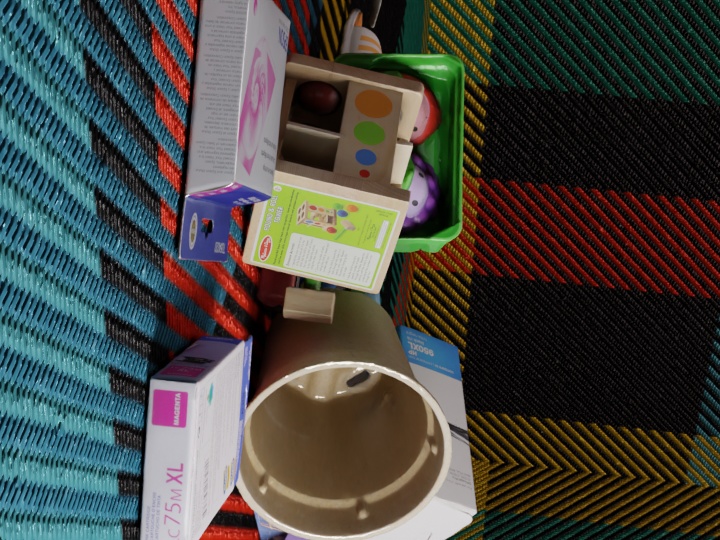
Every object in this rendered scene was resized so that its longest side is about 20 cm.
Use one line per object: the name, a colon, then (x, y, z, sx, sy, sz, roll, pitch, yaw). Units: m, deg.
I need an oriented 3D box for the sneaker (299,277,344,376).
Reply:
sneaker: (-0.055, 0.039, 1.665, 0.200, 0.070, 0.083, -82, -163, -48)

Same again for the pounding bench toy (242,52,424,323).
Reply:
pounding bench toy: (-0.029, -0.068, 1.400, 0.201, 0.123, 0.157, 108, -7, -50)

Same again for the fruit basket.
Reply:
fruit basket: (0.024, -0.128, 1.535, 0.216, 0.154, 0.218, 1, 90, -87)

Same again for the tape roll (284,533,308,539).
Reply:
tape roll: (-0.035, 0.332, 1.695, 0.201, 0.084, 0.201, -58, 163, -30)

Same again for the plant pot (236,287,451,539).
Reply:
plant pot: (-0.023, 0.119, 1.487, 0.184, 0.198, 0.202, -98, -170, -60)

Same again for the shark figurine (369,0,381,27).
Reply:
shark figurine: (0.033, -0.383, 1.912, 0.214, 0.089, 0.129, -19, -130, 54)

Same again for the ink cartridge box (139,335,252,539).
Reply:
ink cartridge box: (-0.116, 0.117, 1.136, 0.200, 0.042, 0.121, -41, 136, -79)

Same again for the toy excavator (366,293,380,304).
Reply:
toy excavator: (-0.007, 0.046, 2.056, 0.195, 0.099, 0.202, 78, 10, -78)

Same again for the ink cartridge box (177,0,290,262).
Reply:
ink cartridge box: (-0.090, -0.105, 1.173, 0.196, 0.043, 0.202, -4, 99, -85)

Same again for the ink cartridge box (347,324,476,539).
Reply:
ink cartridge box: (0.035, 0.181, 1.599, 0.145, 0.084, 0.201, -42, -142, 37)

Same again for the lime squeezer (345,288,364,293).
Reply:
lime squeezer: (0.000, 0.000, 1.815, 0.200, 0.038, 0.071, -35, -153, 51)

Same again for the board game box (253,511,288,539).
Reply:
board game box: (-0.080, 0.228, 1.690, 0.200, 0.034, 0.137, 87, 10, -61)

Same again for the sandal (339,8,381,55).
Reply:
sandal: (0.000, -0.225, 1.947, 0.079, 0.059, 0.208, 86, 10, -63)

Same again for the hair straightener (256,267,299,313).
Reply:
hair straightener: (-0.070, -0.056, 1.519, 0.077, 0.041, 0.202, 76, 16, -76)
